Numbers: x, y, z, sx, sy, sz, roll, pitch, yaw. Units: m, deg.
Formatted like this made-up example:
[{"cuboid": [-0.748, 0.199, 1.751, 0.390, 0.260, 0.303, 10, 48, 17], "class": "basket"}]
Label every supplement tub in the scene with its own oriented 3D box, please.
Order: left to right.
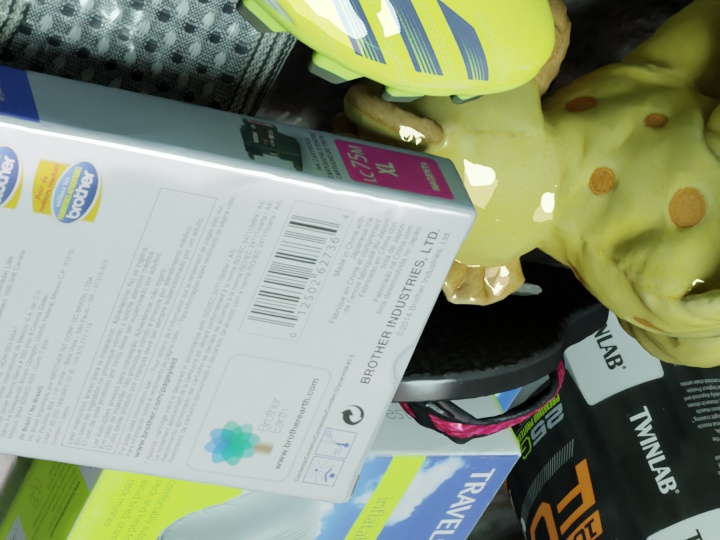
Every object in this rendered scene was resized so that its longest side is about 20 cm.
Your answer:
[{"cuboid": [0.130, 0.105, 0.986, 0.122, 0.200, 0.123, -12, 140, -10], "class": "supplement tub"}]

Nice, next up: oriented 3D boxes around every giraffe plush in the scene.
[{"cuboid": [0.070, -0.040, 0.847, 0.162, 0.200, 0.173, 18, 141, 1], "class": "giraffe plush"}]

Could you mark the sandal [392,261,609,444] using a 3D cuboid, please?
[{"cuboid": [0.045, 0.034, 0.903, 0.200, 0.075, 0.045, -18, 121, -66], "class": "sandal"}]

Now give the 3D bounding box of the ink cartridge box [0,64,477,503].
[{"cuboid": [-0.077, 0.004, 0.745, 0.200, 0.042, 0.119, 9, 122, -25], "class": "ink cartridge box"}]

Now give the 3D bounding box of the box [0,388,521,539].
[{"cuboid": [-0.033, 0.093, 0.928, 0.200, 0.048, 0.122, 2, 134, -33], "class": "box"}]

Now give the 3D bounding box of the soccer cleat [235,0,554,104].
[{"cuboid": [-0.010, -0.112, 0.706, 0.200, 0.065, 0.084, 27, 129, -29], "class": "soccer cleat"}]

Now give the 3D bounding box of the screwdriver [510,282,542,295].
[{"cuboid": [0.000, 0.000, 0.846, 0.200, 0.028, 0.029, 0, 144, -42], "class": "screwdriver"}]

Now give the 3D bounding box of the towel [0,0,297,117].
[{"cuboid": [-0.103, -0.083, 0.745, 0.200, 0.035, 0.193, 24, 102, -40], "class": "towel"}]

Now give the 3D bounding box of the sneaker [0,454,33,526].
[{"cuboid": [-0.198, 0.113, 0.927, 0.200, 0.080, 0.070, -35, 96, 14], "class": "sneaker"}]
